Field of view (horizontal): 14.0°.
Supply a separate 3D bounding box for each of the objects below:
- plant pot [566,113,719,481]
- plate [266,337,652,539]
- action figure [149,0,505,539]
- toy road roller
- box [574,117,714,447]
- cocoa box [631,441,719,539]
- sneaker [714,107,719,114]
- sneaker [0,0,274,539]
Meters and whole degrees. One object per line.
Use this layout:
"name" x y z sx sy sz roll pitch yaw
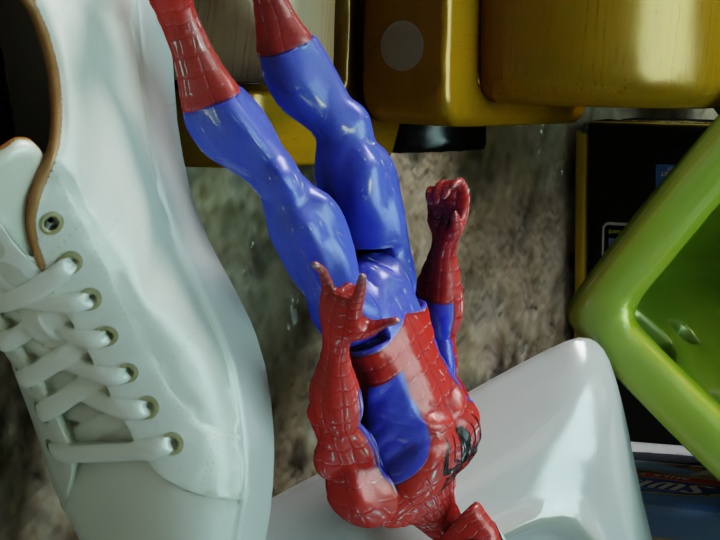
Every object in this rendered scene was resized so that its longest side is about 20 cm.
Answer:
"plant pot" 0.199 -0.002 0.921 0.200 0.199 0.181 -48 180 8
"plate" 0.013 0.143 0.853 0.200 0.032 0.200 -27 124 -15
"action figure" 0.000 0.000 0.763 0.065 0.052 0.200 -45 124 -47
"toy road roller" 0.024 -0.092 0.837 0.200 0.146 0.123 -7 99 -60
"box" 0.178 0.025 1.072 0.049 0.200 0.160 -8 101 -64
"cocoa box" 0.101 0.167 1.019 0.131 0.133 0.200 -7 100 -60
"sneaker" 0.160 -0.011 1.160 0.084 0.121 0.200 -9 62 -49
"sneaker" -0.082 0.002 0.747 0.085 0.073 0.200 -24 103 -54
